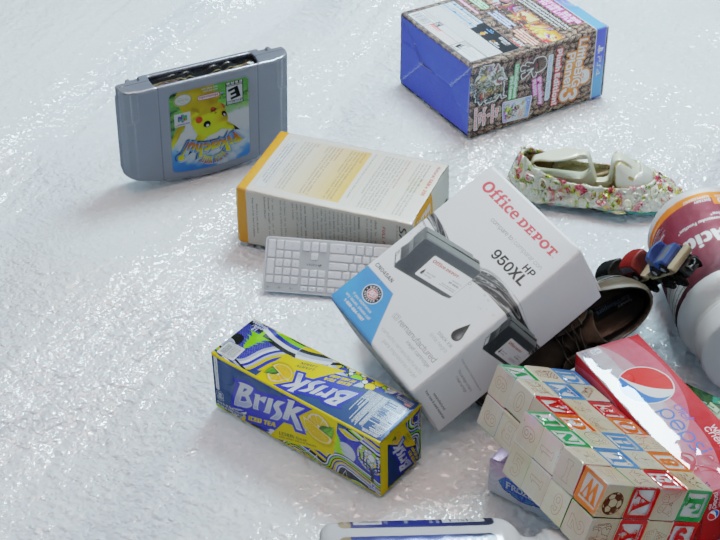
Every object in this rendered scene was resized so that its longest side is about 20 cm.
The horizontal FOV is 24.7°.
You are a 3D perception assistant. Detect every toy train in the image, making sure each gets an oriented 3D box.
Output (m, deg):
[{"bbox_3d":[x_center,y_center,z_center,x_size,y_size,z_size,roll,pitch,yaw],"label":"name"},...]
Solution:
[{"bbox_3d":[0.273,-0.001,1.590,0.046,0.200,0.034,41,77,-7],"label":"toy train"}]

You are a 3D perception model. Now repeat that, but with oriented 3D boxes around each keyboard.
[{"bbox_3d":[0.000,0.000,1.679,0.199,0.057,0.011,4,4,6],"label":"keyboard"}]

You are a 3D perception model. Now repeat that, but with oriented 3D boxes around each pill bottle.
[{"bbox_3d":[0.068,0.251,1.280,0.199,0.116,0.116,-1,36,-2],"label":"pill bottle"},{"bbox_3d":[0.353,0.017,1.600,0.113,0.115,0.200,-3,36,-4],"label":"pill bottle"}]

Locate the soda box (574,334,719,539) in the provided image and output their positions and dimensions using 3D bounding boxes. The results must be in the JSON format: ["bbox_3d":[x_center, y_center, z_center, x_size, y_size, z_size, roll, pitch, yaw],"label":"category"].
[{"bbox_3d":[0.258,0.141,1.402,0.070,0.064,0.200,-15,39,-21],"label":"soda box"}]

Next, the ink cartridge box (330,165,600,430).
[{"bbox_3d":[0.097,0.023,1.514,0.200,0.084,0.145,-39,52,-4],"label":"ink cartridge box"}]

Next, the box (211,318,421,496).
[{"bbox_3d":[-0.041,0.122,1.494,0.199,0.070,0.064,26,45,31],"label":"box"}]

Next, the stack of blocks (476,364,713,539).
[{"bbox_3d":[0.177,0.149,1.345,0.115,0.059,0.200,8,21,-33],"label":"stack of blocks"}]

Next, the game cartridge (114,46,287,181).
[{"bbox_3d":[-0.173,-0.170,1.839,0.199,0.134,0.041,-16,46,-20],"label":"game cartridge"}]

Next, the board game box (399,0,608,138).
[{"bbox_3d":[0.171,-0.262,1.995,0.199,0.097,0.159,-19,40,-24],"label":"board game box"}]

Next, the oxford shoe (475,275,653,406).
[{"bbox_3d":[0.186,0.062,1.536,0.199,0.073,0.084,-33,7,-12],"label":"oxford shoe"}]

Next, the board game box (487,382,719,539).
[{"bbox_3d":[0.249,0.168,1.455,0.199,0.041,0.200,24,42,30],"label":"board game box"}]

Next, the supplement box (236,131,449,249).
[{"bbox_3d":[-0.017,-0.071,1.755,0.199,0.074,0.126,13,38,17],"label":"supplement box"}]

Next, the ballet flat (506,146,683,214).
[{"bbox_3d":[0.259,-0.101,1.804,0.199,0.064,0.076,4,35,4],"label":"ballet flat"}]
